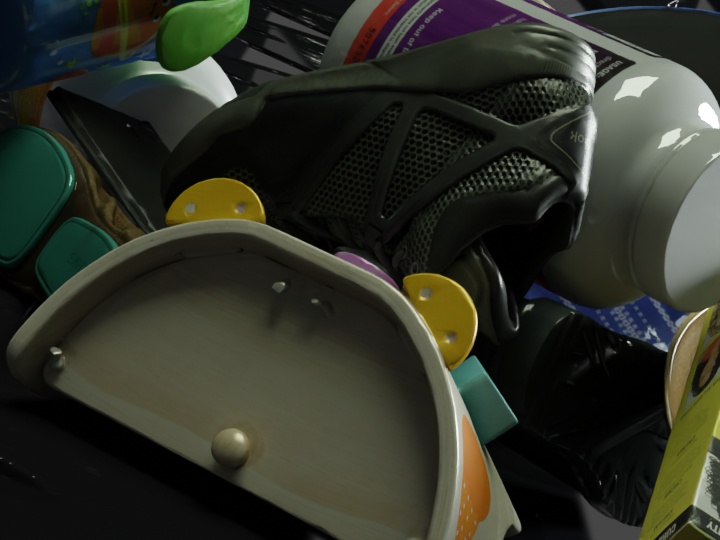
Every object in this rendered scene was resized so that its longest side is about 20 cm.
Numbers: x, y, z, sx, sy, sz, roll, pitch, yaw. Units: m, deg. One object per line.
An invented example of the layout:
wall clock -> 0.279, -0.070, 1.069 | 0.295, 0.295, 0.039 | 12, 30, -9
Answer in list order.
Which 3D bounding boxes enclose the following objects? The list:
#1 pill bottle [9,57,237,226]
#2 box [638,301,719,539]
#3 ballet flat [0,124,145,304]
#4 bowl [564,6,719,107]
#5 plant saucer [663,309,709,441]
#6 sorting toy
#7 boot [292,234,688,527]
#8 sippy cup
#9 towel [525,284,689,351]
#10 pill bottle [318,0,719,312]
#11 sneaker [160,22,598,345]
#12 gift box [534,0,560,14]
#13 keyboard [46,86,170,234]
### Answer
pill bottle -> -0.126, -0.083, 1.383 | 0.110, 0.112, 0.200 | 17, 11, -20
box -> 0.168, 0.071, 1.036 | 0.075, 0.050, 0.200 | 34, 39, -5
ballet flat -> -0.122, -0.006, 1.154 | 0.072, 0.068, 0.200 | 38, 0, -32
bowl -> 0.133, -0.078, 1.270 | 0.199, 0.040, 0.201 | -6, 29, 3
plant saucer -> 0.208, 0.098, 1.108 | 0.199, 0.035, 0.201 | 21, 43, -21
sorting toy -> -0.007, 0.056, 1.010 | 0.199, 0.107, 0.180 | 25, -8, 24
boot -> 0.051, 0.037, 1.135 | 0.168, 0.077, 0.200 | 24, -6, 34
sippy cup -> -0.149, -0.152, 1.239 | 0.130, 0.140, 0.177 | -29, 11, -41
towel -> 0.162, 0.009, 1.255 | 0.199, 0.024, 0.145 | -27, 74, -30
pill bottle -> 0.080, -0.055, 1.108 | 0.200, 0.113, 0.112 | 29, 13, 37
sneaker -> 0.004, -0.023, 1.024 | 0.198, 0.115, 0.076 | -12, -25, 23
gift box -> 0.064, -0.084, 1.542 | 0.199, 0.187, 0.185 | 33, 8, -18
keyboard -> -0.084, -0.004, 1.209 | 0.104, 0.040, 0.200 | 22, 25, -50
